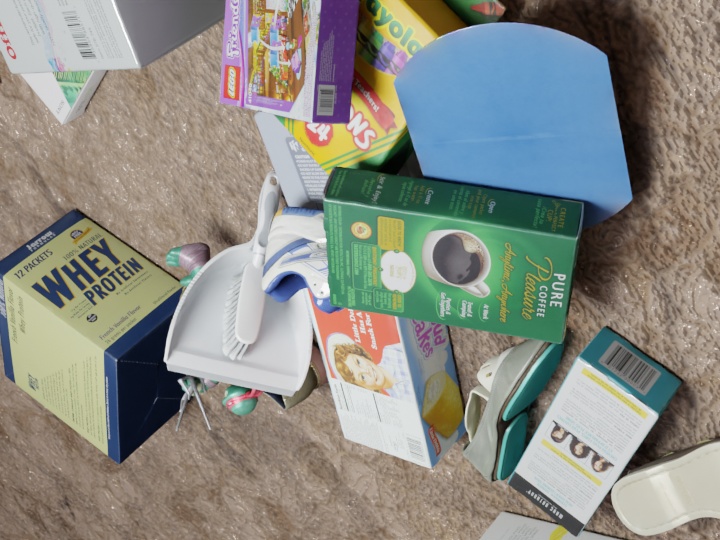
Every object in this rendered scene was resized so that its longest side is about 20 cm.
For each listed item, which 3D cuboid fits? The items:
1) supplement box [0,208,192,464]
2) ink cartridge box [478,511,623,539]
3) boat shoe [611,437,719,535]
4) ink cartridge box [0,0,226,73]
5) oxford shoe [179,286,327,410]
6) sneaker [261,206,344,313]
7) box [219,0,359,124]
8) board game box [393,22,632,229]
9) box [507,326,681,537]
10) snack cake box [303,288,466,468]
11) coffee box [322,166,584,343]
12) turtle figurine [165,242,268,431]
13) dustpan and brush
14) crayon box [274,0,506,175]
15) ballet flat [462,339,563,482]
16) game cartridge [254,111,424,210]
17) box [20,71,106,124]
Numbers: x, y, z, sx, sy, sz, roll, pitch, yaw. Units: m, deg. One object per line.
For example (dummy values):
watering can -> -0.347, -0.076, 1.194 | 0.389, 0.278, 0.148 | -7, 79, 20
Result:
supplement box -> -0.313, 0.078, 1.440 | 0.199, 0.134, 0.201 | 32, 139, 20
ink cartridge box -> 0.212, 0.330, 1.179 | 0.198, 0.083, 0.147 | 5, 124, 42
boat shoe -> 0.294, 0.169, 0.986 | 0.199, 0.059, 0.073 | -30, 84, 50
ink cartridge box -> -0.230, -0.268, 1.060 | 0.198, 0.145, 0.147 | 7, 127, 40
oxford shoe -> -0.129, 0.076, 1.307 | 0.199, 0.074, 0.071 | 30, 141, 24
sneaker -> 0.000, 0.000, 1.065 | 0.198, 0.089, 0.075 | 5, 161, 36
box -> -0.052, -0.220, 0.924 | 0.136, 0.039, 0.203 | 20, 109, 51
board game box -> 0.116, -0.110, 0.899 | 0.156, 0.039, 0.201 | -2, 135, 22
box -> 0.201, 0.145, 1.063 | 0.082, 0.049, 0.201 | 36, 140, 16
snack cake box -> 0.024, 0.081, 1.168 | 0.114, 0.067, 0.202 | 14, 130, 39
coffee box -> 0.071, -0.011, 0.956 | 0.197, 0.044, 0.124 | 8, 136, 11
turtle figurine -> -0.148, 0.080, 1.233 | 0.150, 0.099, 0.202 | 108, 150, -60
dustpan and brush -> -0.102, 0.005, 1.159 | 0.138, 0.203, 0.057 | 13, 158, -16
crayon box -> 0.011, -0.167, 0.948 | 0.127, 0.051, 0.201 | 47, 131, 15
ballet flat -> 0.128, 0.115, 1.099 | 0.064, 0.067, 0.201 | 39, 141, 26
game cartridge -> -0.002, -0.104, 1.065 | 0.198, 0.040, 0.134 | 5, 128, 42
box -> -0.341, -0.267, 1.258 | 0.200, 0.036, 0.144 | 49, 142, -1
